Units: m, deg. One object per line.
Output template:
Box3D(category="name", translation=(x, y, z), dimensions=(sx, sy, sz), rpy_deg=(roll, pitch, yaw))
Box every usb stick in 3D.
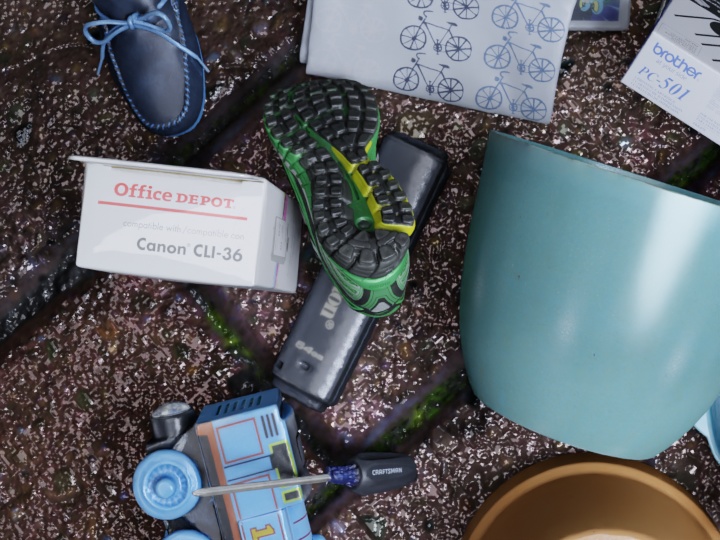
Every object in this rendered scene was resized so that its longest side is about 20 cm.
Box3D(category="usb stick", translation=(0.000, 0.000, 0.867), dimensions=(0.055, 0.033, 0.202), rpy_deg=(26, 91, 11))

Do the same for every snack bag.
Box3D(category="snack bag", translation=(0.057, -0.206, 0.826), dimensions=(0.186, 0.021, 0.202), rpy_deg=(14, 123, 7))

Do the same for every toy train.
Box3D(category="toy train", translation=(-0.081, 0.180, 0.833), dimensions=(0.113, 0.087, 0.203), rpy_deg=(-14, 94, 1))

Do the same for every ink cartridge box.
Box3D(category="ink cartridge box", translation=(0.270, -0.101, 0.789), dimensions=(0.199, 0.094, 0.044), rpy_deg=(34, 132, 5))
Box3D(category="ink cartridge box", translation=(-0.108, -0.026, 0.796), dimensions=(0.115, 0.200, 0.069), rpy_deg=(5, 87, 7))

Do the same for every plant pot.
Box3D(category="plant pot", translation=(0.152, 0.222, 0.785), dimensions=(0.197, 0.140, 0.203), rpy_deg=(0, 86, 6))
Box3D(category="plant pot", translation=(0.151, 0.020, 0.775), dimensions=(0.198, 0.201, 0.163), rpy_deg=(18, 99, 7))

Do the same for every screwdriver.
Box3D(category="screwdriver", translation=(-0.031, 0.130, 0.793), dimensions=(0.028, 0.199, 0.029), rpy_deg=(26, 99, 39))

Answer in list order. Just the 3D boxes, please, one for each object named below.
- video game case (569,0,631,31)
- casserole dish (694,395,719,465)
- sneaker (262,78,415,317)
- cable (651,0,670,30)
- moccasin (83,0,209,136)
Box3D(category="video game case", translation=(0.086, -0.251, 0.826), dimensions=(0.197, 0.023, 0.184), rpy_deg=(2, 122, 7))
Box3D(category="casserole dish", translation=(0.314, 0.075, 0.826), dimensions=(0.197, 0.039, 0.123), rpy_deg=(-5, 86, 5))
Box3D(category="sneaker", translation=(-0.018, -0.053, 0.825), dimensions=(0.077, 0.086, 0.202), rpy_deg=(-10, 49, -7))
Box3D(category="cable", translation=(0.228, -0.223, 0.845), dimensions=(0.096, 0.050, 0.202), rpy_deg=(21, 89, 4))
Box3D(category="moccasin", translation=(-0.167, -0.193, 0.877), dimensions=(0.080, 0.068, 0.202), rpy_deg=(-20, 85, 5))
